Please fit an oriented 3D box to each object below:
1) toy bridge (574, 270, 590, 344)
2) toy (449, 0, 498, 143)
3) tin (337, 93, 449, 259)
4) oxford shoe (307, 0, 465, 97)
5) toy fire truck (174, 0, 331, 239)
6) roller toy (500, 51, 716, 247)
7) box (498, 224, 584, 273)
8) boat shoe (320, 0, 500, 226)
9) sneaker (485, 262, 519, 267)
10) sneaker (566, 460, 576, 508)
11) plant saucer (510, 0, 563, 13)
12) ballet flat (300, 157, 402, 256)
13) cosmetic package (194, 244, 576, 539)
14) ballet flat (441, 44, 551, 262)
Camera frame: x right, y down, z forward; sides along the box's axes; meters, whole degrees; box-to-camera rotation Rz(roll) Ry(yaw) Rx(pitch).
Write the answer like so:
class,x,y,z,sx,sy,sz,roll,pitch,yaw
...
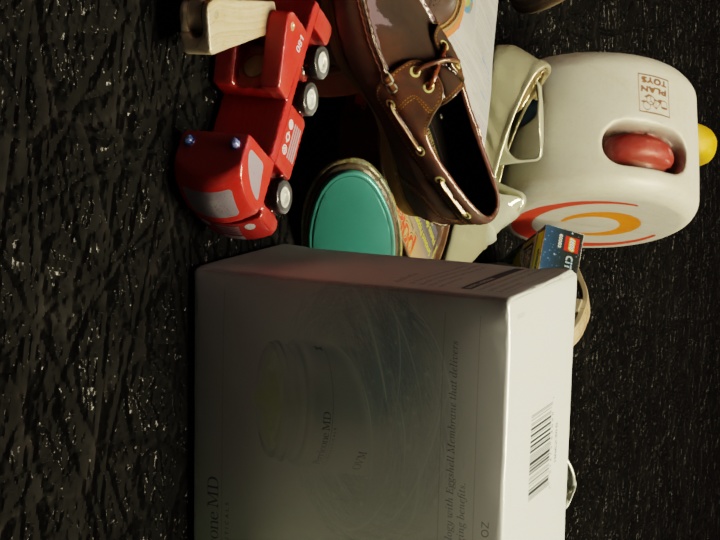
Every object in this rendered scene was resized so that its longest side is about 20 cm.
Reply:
class,x,y,z,sx,sy,sz,roll,pitch,yaw
toy bridge,0.189,0.040,1.468,0.201,0.067,0.027,-62,148,-42
toy,0.072,-0.209,1.169,0.115,0.047,0.201,48,47,-56
tin,0.028,-0.074,1.090,0.200,0.042,0.113,66,32,-55
oxford shoe,0.019,-0.186,1.019,0.200,0.071,0.073,-50,135,-53
toy fire truck,-0.068,-0.135,0.848,0.141,0.048,0.201,51,49,-58
roller toy,0.204,-0.108,1.309,0.182,0.198,0.141,37,52,-66
box,0.138,0.075,1.305,0.137,0.037,0.202,133,-29,-71
boat shoe,0.039,-0.116,0.943,0.070,0.070,0.201,-44,127,-27
sneaker,0.094,0.076,1.237,0.080,0.073,0.201,71,30,-48
sneaker,0.166,0.222,1.434,0.077,0.080,0.201,-64,151,-43
plant saucer,0.199,-0.306,1.306,0.029,0.200,0.201,42,48,-19
ballet flat,0.000,0.000,1.030,0.071,0.070,0.201,-58,144,-47
cosmetic package,0.012,0.097,0.891,0.123,0.199,0.201,-16,109,-63
ballet flat,0.111,-0.082,1.220,0.069,0.069,0.202,5,99,-67
